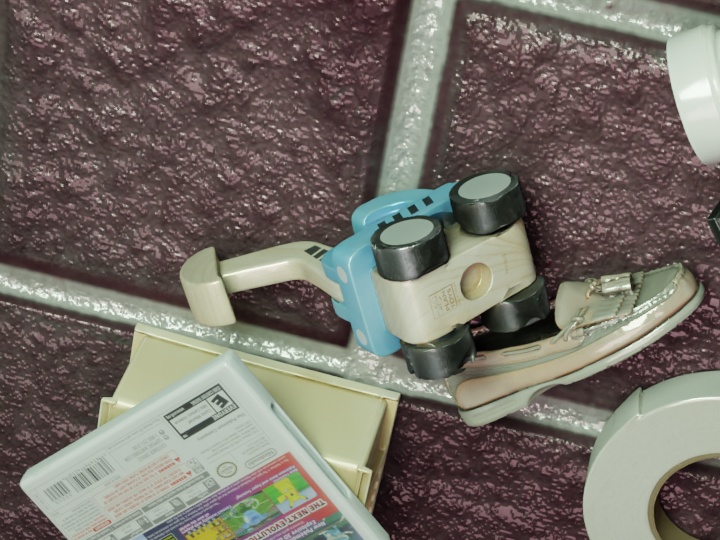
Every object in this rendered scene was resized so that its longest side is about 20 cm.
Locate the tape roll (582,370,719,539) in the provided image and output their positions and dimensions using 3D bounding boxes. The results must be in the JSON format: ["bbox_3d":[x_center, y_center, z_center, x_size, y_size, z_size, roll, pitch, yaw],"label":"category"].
[{"bbox_3d":[0.257,0.163,1.407,0.202,0.037,0.204,6,121,9],"label":"tape roll"}]

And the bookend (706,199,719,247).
[{"bbox_3d":[0.352,0.010,1.226,0.199,0.092,0.199,-11,117,42],"label":"bookend"}]

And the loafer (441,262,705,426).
[{"bbox_3d":[0.135,0.041,1.348,0.200,0.072,0.063,-30,102,29],"label":"loafer"}]

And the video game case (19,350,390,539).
[{"bbox_3d":[-0.109,0.168,1.393,0.200,0.023,0.182,-31,109,25],"label":"video game case"}]

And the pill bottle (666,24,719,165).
[{"bbox_3d":[0.289,-0.130,1.186,0.199,0.112,0.113,-17,115,20],"label":"pill bottle"}]

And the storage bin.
[{"bbox_3d":[-0.092,0.168,1.456,0.199,0.094,0.199,14,122,4],"label":"storage bin"}]

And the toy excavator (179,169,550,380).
[{"bbox_3d":[0.000,0.000,1.340,0.194,0.200,0.100,-29,117,-22],"label":"toy excavator"}]
